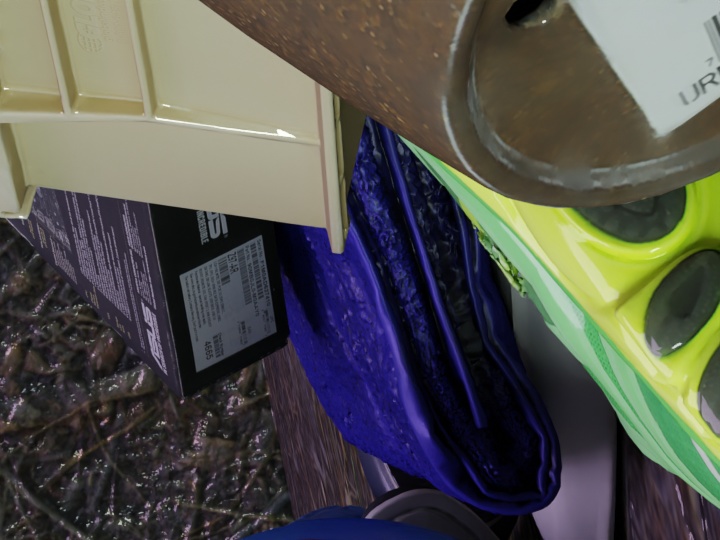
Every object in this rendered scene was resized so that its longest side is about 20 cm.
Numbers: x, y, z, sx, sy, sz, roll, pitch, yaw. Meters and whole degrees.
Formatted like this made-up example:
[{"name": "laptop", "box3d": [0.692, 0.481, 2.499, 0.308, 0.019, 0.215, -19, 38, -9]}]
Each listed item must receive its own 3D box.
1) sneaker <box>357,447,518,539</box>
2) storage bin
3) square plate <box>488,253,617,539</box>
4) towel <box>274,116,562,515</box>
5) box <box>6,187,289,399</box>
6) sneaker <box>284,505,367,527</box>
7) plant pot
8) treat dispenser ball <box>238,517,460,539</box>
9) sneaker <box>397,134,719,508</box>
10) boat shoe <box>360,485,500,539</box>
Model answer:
[{"name": "sneaker", "box3d": [0.013, 0.035, 1.192, 0.082, 0.070, 0.201, 92, 167, -54]}, {"name": "storage bin", "box3d": [-0.032, -0.140, 0.717, 0.199, 0.093, 0.201, 86, -164, -62]}, {"name": "square plate", "box3d": [0.043, -0.028, 0.949, 0.199, 0.028, 0.201, 83, 173, -51]}, {"name": "towel", "box3d": [0.000, 0.000, 0.946, 0.200, 0.049, 0.148, -168, 61, -78]}, {"name": "box", "box3d": [-0.092, -0.081, 0.945, 0.160, 0.043, 0.201, 42, 150, 43]}, {"name": "sneaker", "box3d": [0.008, 0.144, 1.181, 0.199, 0.071, 0.083, 14, -141, -52]}, {"name": "plant pot", "box3d": [0.006, -0.112, 0.449, 0.200, 0.186, 0.187, 57, 165, 31]}, {"name": "treat dispenser ball", "box3d": [-0.004, 0.182, 0.987, 0.201, 0.200, 0.202, 168, 90, -85]}, {"name": "sneaker", "box3d": [0.048, -0.014, 0.526, 0.200, 0.074, 0.084, 59, 173, 38]}, {"name": "boat shoe", "box3d": [0.037, 0.160, 1.127, 0.060, 0.075, 0.201, -119, 13, -65]}]
